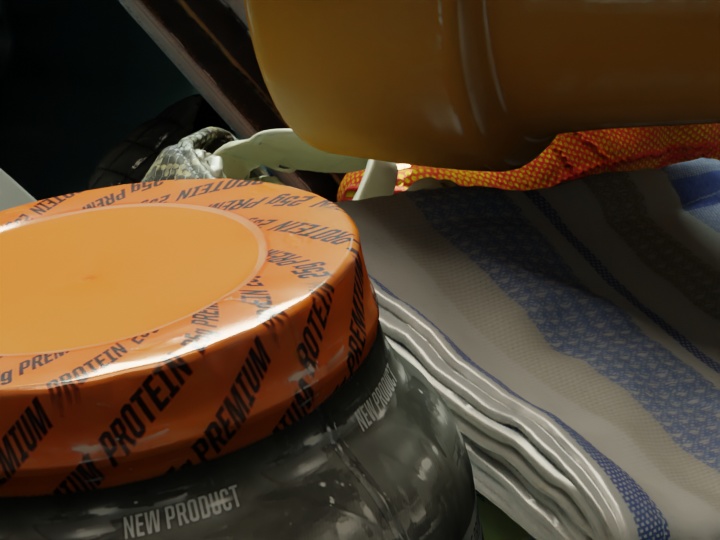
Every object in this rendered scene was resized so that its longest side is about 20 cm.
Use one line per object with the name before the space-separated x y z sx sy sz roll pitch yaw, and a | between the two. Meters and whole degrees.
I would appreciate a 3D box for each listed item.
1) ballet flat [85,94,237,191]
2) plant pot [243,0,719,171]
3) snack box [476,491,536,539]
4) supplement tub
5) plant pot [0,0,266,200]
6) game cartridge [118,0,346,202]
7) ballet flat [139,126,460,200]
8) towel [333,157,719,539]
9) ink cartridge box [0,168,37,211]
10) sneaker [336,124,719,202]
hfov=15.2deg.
ballet flat | -0.043 0.010 0.860 0.066 0.057 0.200 21 24 -36
plant pot | 0.088 -0.117 0.682 0.182 0.201 0.200 9 26 18
snack box | -0.014 0.075 0.667 0.116 0.037 0.200 20 13 -3
supplement tub | -0.031 0.093 0.499 0.122 0.201 0.123 -8 20 3
plant pot | -0.159 -0.101 1.098 0.200 0.201 0.196 -24 18 -33
game cartridge | -0.042 -0.077 0.932 0.042 0.200 0.133 -42 21 0
ballet flat | 0.000 0.000 0.757 0.072 0.072 0.200 -22 30 -31
towel | 0.078 0.018 0.678 0.199 0.024 0.147 -6 36 -44
ink cartridge box | -0.146 0.075 0.621 0.146 0.083 0.200 -29 29 31
sneaker | 0.060 -0.041 0.881 0.073 0.078 0.200 9 13 37
